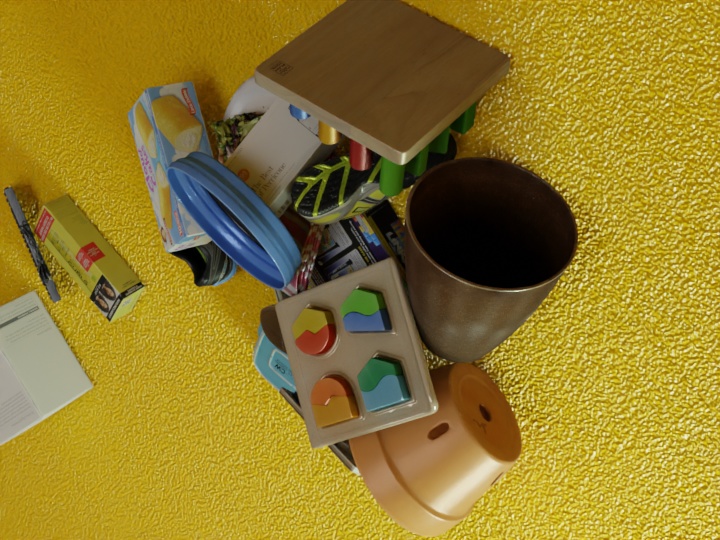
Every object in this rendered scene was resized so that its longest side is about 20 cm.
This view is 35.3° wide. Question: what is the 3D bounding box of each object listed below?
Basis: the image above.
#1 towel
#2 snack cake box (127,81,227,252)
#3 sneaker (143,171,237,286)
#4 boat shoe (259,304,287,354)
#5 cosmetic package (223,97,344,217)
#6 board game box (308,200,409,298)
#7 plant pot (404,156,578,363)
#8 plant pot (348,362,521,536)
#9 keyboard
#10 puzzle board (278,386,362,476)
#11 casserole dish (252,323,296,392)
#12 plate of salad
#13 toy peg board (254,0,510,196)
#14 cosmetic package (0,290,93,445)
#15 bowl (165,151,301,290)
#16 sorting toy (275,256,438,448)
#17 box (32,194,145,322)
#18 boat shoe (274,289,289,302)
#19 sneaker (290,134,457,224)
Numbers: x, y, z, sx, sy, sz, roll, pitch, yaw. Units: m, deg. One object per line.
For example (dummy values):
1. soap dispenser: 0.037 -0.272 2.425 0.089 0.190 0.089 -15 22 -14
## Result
1. towel: -0.097 -0.079 1.425 0.146 0.030 0.201 33 114 46
2. snack cake box: -0.241 -0.135 1.498 0.115 0.067 0.201 -23 82 63
3. sneaker: -0.244 -0.068 1.577 0.071 0.083 0.200 -24 95 48
4. boat shoe: -0.040 0.072 1.422 0.199 0.064 0.072 8 119 38
5. cosmetic package: -0.069 -0.167 1.325 0.082 0.051 0.200 39 92 17
6. board game box: 0.000 0.000 1.434 0.165 0.057 0.200 -31 91 46
7. plant pot: 0.126 0.009 1.271 0.187 0.187 0.200 36 145 19
8. plant pot: 0.102 0.204 1.381 0.140 0.200 0.200 -35 89 27
9. keyboard: -0.532 -0.040 1.831 0.201 0.021 0.127 68 165 -12
10. puzzle board: -0.006 0.222 1.456 0.017 0.151 0.200 -56 39 4
11. casserole dish: -0.079 0.142 1.587 0.200 0.039 0.121 39 131 18
12. plate of salad: -0.140 -0.147 1.426 0.200 0.048 0.201 -4 84 53
13. toy peg board: 0.023 -0.187 1.231 0.199 0.200 0.098 31 144 23
14. cosmetic package: -0.601 0.173 1.968 0.199 0.123 0.200 -29 91 44
15. bowl: -0.148 -0.061 1.349 0.200 0.039 0.201 41 165 14
16. sorting toy: -0.013 0.100 1.328 0.200 0.036 0.186 -23 78 35
17. box: -0.427 -0.019 1.774 0.200 0.050 0.075 49 135 8
18. boat shoe: -0.060 0.087 1.511 0.200 0.074 0.062 59 146 10
19. sneaker: 0.017 -0.114 1.317 0.199 0.076 0.076 -20 73 7
